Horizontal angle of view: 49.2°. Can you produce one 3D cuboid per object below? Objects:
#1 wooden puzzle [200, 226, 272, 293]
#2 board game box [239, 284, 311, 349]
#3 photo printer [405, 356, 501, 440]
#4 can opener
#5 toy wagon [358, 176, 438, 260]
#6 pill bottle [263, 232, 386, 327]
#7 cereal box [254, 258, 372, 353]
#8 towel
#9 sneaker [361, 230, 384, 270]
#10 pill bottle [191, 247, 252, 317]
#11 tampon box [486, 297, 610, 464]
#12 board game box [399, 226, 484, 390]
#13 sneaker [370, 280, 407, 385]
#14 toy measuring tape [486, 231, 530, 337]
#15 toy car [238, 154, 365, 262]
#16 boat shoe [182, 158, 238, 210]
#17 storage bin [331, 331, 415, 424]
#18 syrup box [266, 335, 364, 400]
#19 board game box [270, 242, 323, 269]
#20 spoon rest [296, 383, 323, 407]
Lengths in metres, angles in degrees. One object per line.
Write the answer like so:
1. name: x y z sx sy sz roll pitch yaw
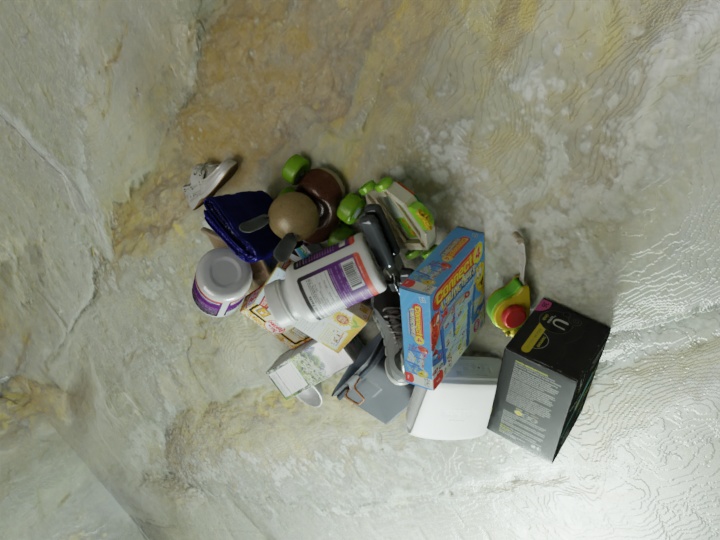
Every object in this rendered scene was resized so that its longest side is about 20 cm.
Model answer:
1. wooden puzzle: -0.236 -0.009 1.680 0.185 0.046 0.201 24 151 39
2. board game box: -0.127 0.073 1.609 0.199 0.047 0.151 -29 122 37
3. photo printer: 0.175 0.246 1.472 0.165 0.070 0.201 4 134 -11
4. can opener: 0.062 -0.031 1.361 0.066 0.054 0.201 1 139 27
5. toy wagon: 0.077 -0.089 1.325 0.156 0.040 0.200 53 163 -15
6. pill bottle: -0.063 0.023 1.381 0.199 0.112 0.112 -24 107 8
7. cereal box: -0.093 0.068 1.508 0.199 0.040 0.144 33 141 -7
8. towel: -0.201 -0.082 1.476 0.050 0.200 0.148 -43 82 24
9. sneaker: 0.000 0.000 1.477 0.074 0.087 0.200 37 139 11
10. pill bottle: -0.291 0.031 1.632 0.113 0.112 0.200 48 158 1
11. tampon box: 0.307 0.181 1.300 0.126 0.150 0.201 25 133 24
12. board game box: 0.142 0.062 1.318 0.056 0.200 0.197 16 130 29
13. sneaker: 0.079 0.110 1.448 0.115 0.074 0.202 151 106 -72
14. toy measuring tape: 0.241 0.032 1.302 0.073 0.074 0.201 14 131 33
15. toy car: -0.119 -0.088 1.431 0.164 0.200 0.158 35 137 15
16. boat shoe: -0.322 -0.190 1.629 0.069 0.071 0.200 52 140 -7
17. storage bin: 0.048 0.223 1.580 0.134 0.146 0.200 37 139 -2
18. syrup box: -0.095 0.187 1.662 0.199 0.081 0.079 -33 98 26
19. board game box: -0.150 -0.042 1.618 0.200 0.035 0.126 43 140 7
20. spoon rest: -0.124 0.239 1.789 0.099 0.061 0.201 27 134 24
